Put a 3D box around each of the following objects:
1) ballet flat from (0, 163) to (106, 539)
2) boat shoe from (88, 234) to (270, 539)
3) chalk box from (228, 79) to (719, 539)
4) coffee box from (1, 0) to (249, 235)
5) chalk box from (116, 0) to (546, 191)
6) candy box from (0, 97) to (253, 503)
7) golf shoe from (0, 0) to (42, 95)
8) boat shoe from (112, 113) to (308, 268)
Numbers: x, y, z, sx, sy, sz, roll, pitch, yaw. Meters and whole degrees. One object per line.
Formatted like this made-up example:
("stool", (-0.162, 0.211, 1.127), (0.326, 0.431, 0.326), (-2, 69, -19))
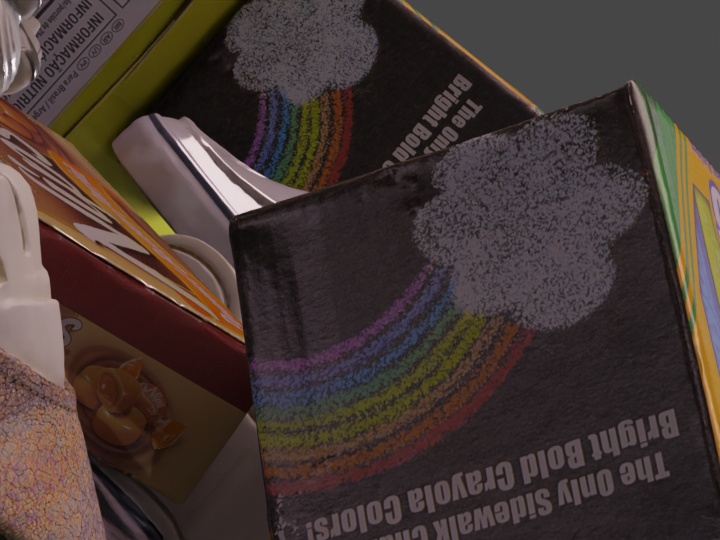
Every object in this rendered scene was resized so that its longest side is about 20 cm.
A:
("ballet flat", (-0.114, -0.012, 0.614), (0.200, 0.067, 0.068), (42, -1, 0))
("boat shoe", (-0.033, 0.055, 0.857), (0.062, 0.075, 0.200), (39, 3, -36))
("chalk box", (0.055, 0.077, 0.720), (0.124, 0.124, 0.201), (37, 39, -59))
("coffee box", (-0.136, -0.127, 1.169), (0.198, 0.200, 0.200), (42, 1, 16))
("chalk box", (0.023, -0.017, 1.119), (0.200, 0.125, 0.124), (41, -2, 15))
("candy box", (-0.115, -0.014, 0.853), (0.115, 0.055, 0.200), (32, 6, -32))
("golf shoe", (-0.189, -0.084, 0.775), (0.199, 0.097, 0.079), (17, -46, 22))
("boat shoe", (0.000, 0.000, 0.982), (0.200, 0.065, 0.074), (40, 6, -26))
